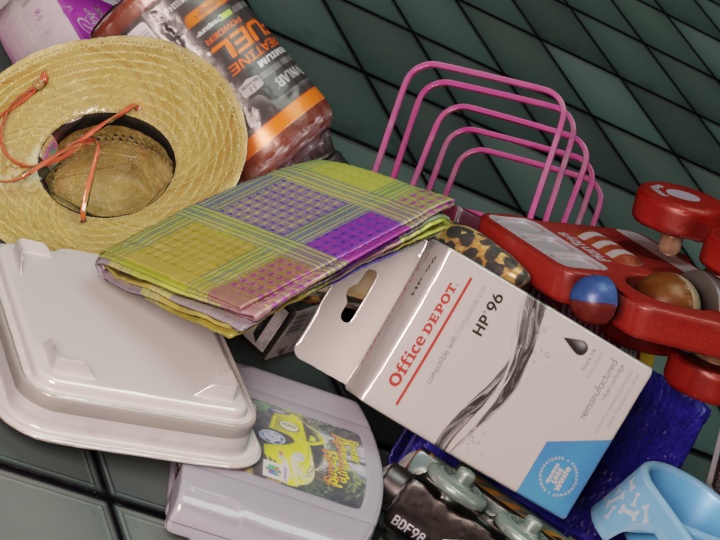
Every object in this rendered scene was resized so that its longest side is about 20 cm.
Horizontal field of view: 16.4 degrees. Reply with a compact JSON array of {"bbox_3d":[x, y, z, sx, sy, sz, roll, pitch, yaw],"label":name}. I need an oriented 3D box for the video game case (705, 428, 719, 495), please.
[{"bbox_3d":[0.288,0.215,1.704,0.023,0.182,0.200,-18,60,-10],"label":"video game case"}]

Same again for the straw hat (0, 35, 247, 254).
[{"bbox_3d":[-0.171,-0.063,1.716,0.201,0.201,0.085,47,-17,26],"label":"straw hat"}]

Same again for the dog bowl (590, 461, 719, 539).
[{"bbox_3d":[0.229,0.197,1.648,0.111,0.050,0.200,23,20,-31],"label":"dog bowl"}]

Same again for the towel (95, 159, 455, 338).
[{"bbox_3d":[-0.054,-0.018,1.577,0.143,0.023,0.200,20,36,40],"label":"towel"}]

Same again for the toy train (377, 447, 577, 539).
[{"bbox_3d":[0.093,0.188,1.623,0.200,0.085,0.114,34,8,3],"label":"toy train"}]

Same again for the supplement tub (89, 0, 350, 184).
[{"bbox_3d":[-0.092,-0.122,1.778,0.200,0.107,0.107,50,21,-2],"label":"supplement tub"}]

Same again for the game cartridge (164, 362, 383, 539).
[{"bbox_3d":[-0.052,0.123,1.559,0.133,0.041,0.200,22,24,-12],"label":"game cartridge"}]

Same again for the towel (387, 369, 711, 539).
[{"bbox_3d":[0.134,0.117,1.728,0.200,0.148,0.050,26,9,-26],"label":"towel"}]

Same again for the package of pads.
[{"bbox_3d":[-0.194,-0.146,1.886,0.120,0.076,0.200,18,27,-40],"label":"package of pads"}]

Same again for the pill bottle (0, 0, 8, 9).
[{"bbox_3d":[-0.334,-0.223,1.775,0.120,0.120,0.200,43,22,19],"label":"pill bottle"}]

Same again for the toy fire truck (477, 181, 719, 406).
[{"bbox_3d":[0.190,0.013,1.700,0.168,0.112,0.200,3,21,-31],"label":"toy fire truck"}]

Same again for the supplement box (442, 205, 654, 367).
[{"bbox_3d":[0.106,0.053,1.810,0.200,0.131,0.103,24,-19,-28],"label":"supplement box"}]

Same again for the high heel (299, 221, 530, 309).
[{"bbox_3d":[0.000,0.000,1.666,0.200,0.072,0.142,6,5,35],"label":"high heel"}]

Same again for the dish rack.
[{"bbox_3d":[-0.152,0.043,1.545,0.171,0.044,0.200,10,26,-24],"label":"dish rack"}]

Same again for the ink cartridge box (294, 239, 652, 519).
[{"bbox_3d":[0.071,0.060,1.616,0.200,0.116,0.068,30,0,-11],"label":"ink cartridge box"}]

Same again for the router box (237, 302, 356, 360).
[{"bbox_3d":[-0.062,-0.014,1.834,0.149,0.051,0.200,42,24,17],"label":"router box"}]

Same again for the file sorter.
[{"bbox_3d":[0.099,-0.062,1.917,0.139,0.126,0.200,15,-14,18],"label":"file sorter"}]
